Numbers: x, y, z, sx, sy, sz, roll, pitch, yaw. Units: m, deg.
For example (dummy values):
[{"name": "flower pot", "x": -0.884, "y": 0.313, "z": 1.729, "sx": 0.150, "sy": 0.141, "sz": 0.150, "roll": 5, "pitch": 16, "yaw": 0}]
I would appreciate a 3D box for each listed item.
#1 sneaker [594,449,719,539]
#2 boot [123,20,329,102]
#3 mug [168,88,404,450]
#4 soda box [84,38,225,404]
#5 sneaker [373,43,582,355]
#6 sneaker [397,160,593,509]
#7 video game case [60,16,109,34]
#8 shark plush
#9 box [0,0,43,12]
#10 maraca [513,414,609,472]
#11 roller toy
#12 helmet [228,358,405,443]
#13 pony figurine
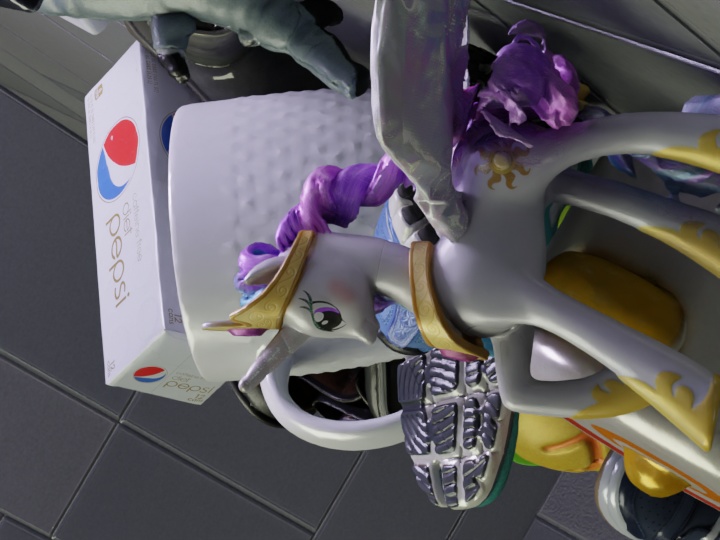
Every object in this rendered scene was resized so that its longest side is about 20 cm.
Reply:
[{"name": "sneaker", "x": 0.213, "y": 0.141, "z": 1.510, "sx": 0.108, "sy": 0.070, "sz": 0.200, "roll": 29, "pitch": 180, "yaw": 42}, {"name": "boot", "x": -0.067, "y": -0.126, "z": 1.533, "sx": 0.181, "sy": 0.073, "sz": 0.200, "roll": 31, "pitch": 170, "yaw": 0}, {"name": "mug", "x": 0.000, "y": 0.000, "z": 1.474, "sx": 0.175, "sy": 0.201, "sz": 0.148, "roll": -6, "pitch": 150, "yaw": 7}, {"name": "soda box", "x": -0.109, "y": -0.029, "z": 1.619, "sx": 0.063, "sy": 0.201, "sz": 0.068, "roll": 14, "pitch": 142, "yaw": -32}, {"name": "sneaker", "x": 0.042, "y": -0.030, "z": 1.252, "sx": 0.078, "sy": 0.089, "sz": 0.200, "roll": 30, "pitch": -146, "yaw": 3}, {"name": "sneaker", "x": 0.074, "y": 0.020, "z": 1.367, "sx": 0.079, "sy": 0.201, "sz": 0.077, "roll": 22, "pitch": 163, "yaw": -37}, {"name": "video game case", "x": -0.234, "y": -0.221, "z": 1.518, "sx": 0.182, "sy": 0.024, "sz": 0.200, "roll": 30, "pitch": 164, "yaw": 36}, {"name": "shark plush", "x": -0.075, "y": -0.127, "z": 1.376, "sx": 0.200, "sy": 0.083, "sz": 0.091, "roll": 30, "pitch": 176, "yaw": 15}, {"name": "box", "x": -0.201, "y": -0.198, "z": 1.266, "sx": 0.148, "sy": 0.105, "sz": 0.200, "roll": 32, "pitch": 177, "yaw": -22}, {"name": "maraca", "x": 0.125, "y": 0.064, "z": 1.683, "sx": 0.199, "sy": 0.138, "sz": 0.107, "roll": -11, "pitch": -139, "yaw": -35}, {"name": "roller toy", "x": 0.161, "y": 0.038, "z": 1.267, "sx": 0.182, "sy": 0.140, "sz": 0.200, "roll": 30, "pitch": 176, "yaw": 1}, {"name": "helmet", "x": -0.014, "y": 0.001, "z": 1.713, "sx": 0.200, "sy": 0.200, "sz": 0.191, "roll": 25, "pitch": 152, "yaw": 57}, {"name": "pony figurine", "x": 0.050, "y": -0.034, "z": 1.083, "sx": 0.199, "sy": 0.194, "sz": 0.167, "roll": 11, "pitch": 177, "yaw": 8}]
